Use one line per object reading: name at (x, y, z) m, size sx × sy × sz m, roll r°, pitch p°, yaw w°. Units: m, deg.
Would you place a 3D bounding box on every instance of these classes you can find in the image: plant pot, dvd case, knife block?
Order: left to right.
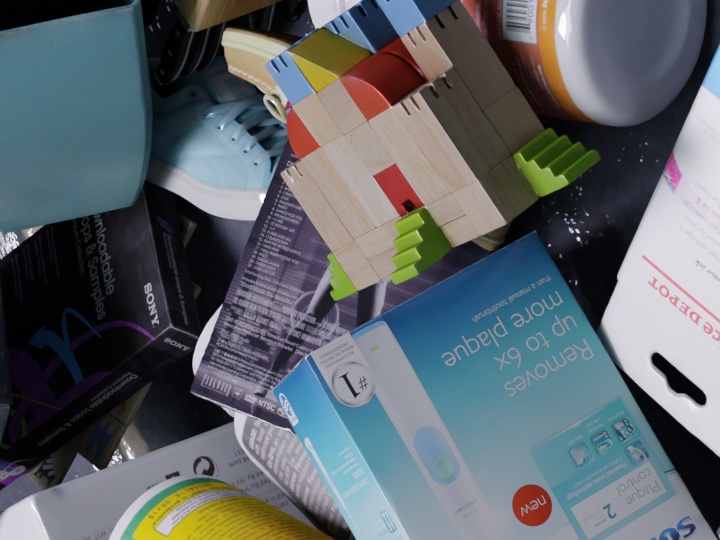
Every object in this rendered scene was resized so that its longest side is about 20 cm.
plant pot at (-0.194, -0.125, 1.321) m, size 0.200 × 0.141 × 0.142 m, roll 82°, pitch 173°, yaw -53°
knife block at (-0.085, -0.181, 1.261) m, size 0.175 × 0.200 × 0.064 m, roll -38°, pitch 74°, yaw 15°
dvd case at (0.000, 0.000, 1.256) m, size 0.148 × 0.016 × 0.201 m, roll 20°, pitch 87°, yaw 29°

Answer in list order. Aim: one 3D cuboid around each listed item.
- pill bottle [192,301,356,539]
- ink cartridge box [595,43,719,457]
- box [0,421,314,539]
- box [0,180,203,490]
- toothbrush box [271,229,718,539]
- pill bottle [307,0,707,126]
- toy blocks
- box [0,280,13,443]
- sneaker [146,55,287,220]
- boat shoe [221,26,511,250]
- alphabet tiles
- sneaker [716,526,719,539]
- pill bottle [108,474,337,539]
pill bottle at (-0.002, 0.095, 1.308) m, size 0.200 × 0.114 × 0.114 m, roll 44°, pitch 131°, yaw 26°
ink cartridge box at (0.203, -0.015, 1.087) m, size 0.115 × 0.068 × 0.201 m, roll 43°, pitch 130°, yaw 30°
box at (-0.120, 0.218, 1.407) m, size 0.131 × 0.198 × 0.201 m, roll -32°, pitch 79°, yaw 50°
box at (-0.192, 0.034, 1.455) m, size 0.200 × 0.036 × 0.143 m, roll -35°, pitch 51°, yaw 25°
toothbrush box at (0.070, 0.106, 1.147) m, size 0.201 × 0.146 × 0.085 m, roll 61°, pitch 161°, yaw 5°
pill bottle at (0.070, -0.141, 1.152) m, size 0.200 × 0.112 × 0.113 m, roll 14°, pitch 113°, yaw 43°
toy blocks at (0.013, -0.075, 1.115) m, size 0.137 × 0.100 × 0.200 m, roll 56°, pitch 149°, yaw -5°
box at (-0.259, 0.063, 1.378) m, size 0.200 × 0.051 × 0.158 m, roll -104°, pitch 28°, yaw -45°
sneaker at (-0.080, -0.085, 1.356) m, size 0.200 × 0.074 × 0.082 m, roll 18°, pitch 121°, yaw 41°
boat shoe at (0.002, -0.079, 1.227) m, size 0.200 × 0.073 × 0.063 m, roll 26°, pitch 103°, yaw 19°
alphabet tiles at (-0.183, 0.041, 1.472) m, size 0.166 × 0.006 × 0.201 m, roll 30°, pitch 93°, yaw 47°
sneaker at (0.258, 0.096, 1.079) m, size 0.086 × 0.078 × 0.200 m, roll 43°, pitch 139°, yaw 12°
pill bottle at (-0.050, 0.194, 1.238) m, size 0.200 × 0.112 × 0.113 m, roll 21°, pitch 118°, yaw 49°
